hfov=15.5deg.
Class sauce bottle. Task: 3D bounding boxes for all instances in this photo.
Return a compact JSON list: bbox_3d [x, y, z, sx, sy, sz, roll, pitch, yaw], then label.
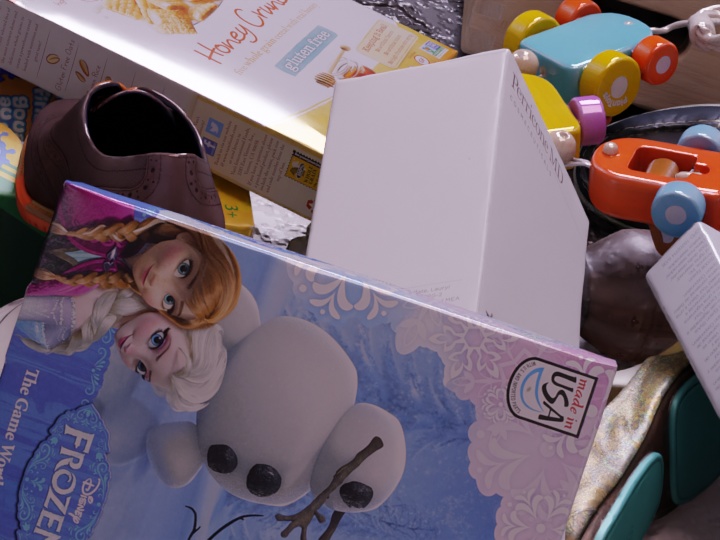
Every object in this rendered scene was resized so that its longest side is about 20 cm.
[{"bbox_3d":[0.148,0.013,1.210,0.199,0.065,0.065,6,35,-14],"label":"sauce bottle"}]

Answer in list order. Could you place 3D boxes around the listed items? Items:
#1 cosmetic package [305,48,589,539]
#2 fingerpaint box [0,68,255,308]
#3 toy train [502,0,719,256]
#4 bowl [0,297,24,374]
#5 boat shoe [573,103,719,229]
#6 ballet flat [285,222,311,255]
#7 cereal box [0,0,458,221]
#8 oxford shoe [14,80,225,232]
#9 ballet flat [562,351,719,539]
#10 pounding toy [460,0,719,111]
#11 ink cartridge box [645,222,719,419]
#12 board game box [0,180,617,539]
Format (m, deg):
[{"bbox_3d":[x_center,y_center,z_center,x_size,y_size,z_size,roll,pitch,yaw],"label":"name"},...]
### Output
[{"bbox_3d":[0.032,0.025,1.030,0.081,0.113,0.201,-8,49,21],"label":"cosmetic package"},{"bbox_3d":[-0.141,-0.061,1.187,0.166,0.074,0.200,8,35,-13],"label":"fingerpaint box"},{"bbox_3d":[0.123,-0.062,1.224,0.150,0.056,0.200,8,31,11],"label":"toy train"},{"bbox_3d":[-0.088,0.062,1.014,0.200,0.094,0.201,10,34,-7],"label":"bowl"},{"bbox_3d":[0.198,-0.039,1.270,0.199,0.075,0.062,12,3,12],"label":"boat shoe"},{"bbox_3d":[0.000,0.000,1.173,0.072,0.072,0.200,23,27,11],"label":"ballet flat"},{"bbox_3d":[-0.071,-0.102,1.177,0.199,0.040,0.144,27,32,8],"label":"cereal box"},{"bbox_3d":[-0.089,-0.042,1.027,0.071,0.073,0.200,0,19,-20],"label":"oxford shoe"},{"bbox_3d":[0.106,0.077,1.105,0.071,0.071,0.200,28,35,17],"label":"ballet flat"},{"bbox_3d":[0.155,-0.127,1.378,0.199,0.143,0.184,17,19,-2],"label":"pounding toy"},{"bbox_3d":[0.224,0.086,1.091,0.199,0.041,0.200,27,27,-31],"label":"ink cartridge box"},{"bbox_3d":[-0.037,0.094,0.902,0.198,0.201,0.043,18,2,3],"label":"board game box"}]
